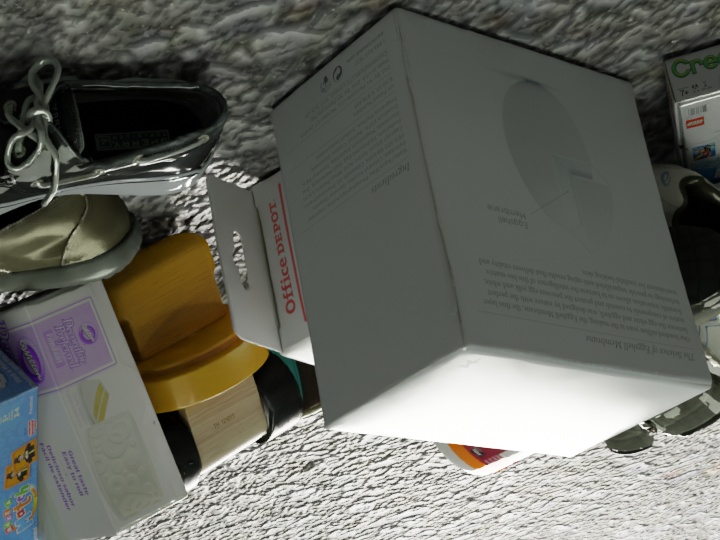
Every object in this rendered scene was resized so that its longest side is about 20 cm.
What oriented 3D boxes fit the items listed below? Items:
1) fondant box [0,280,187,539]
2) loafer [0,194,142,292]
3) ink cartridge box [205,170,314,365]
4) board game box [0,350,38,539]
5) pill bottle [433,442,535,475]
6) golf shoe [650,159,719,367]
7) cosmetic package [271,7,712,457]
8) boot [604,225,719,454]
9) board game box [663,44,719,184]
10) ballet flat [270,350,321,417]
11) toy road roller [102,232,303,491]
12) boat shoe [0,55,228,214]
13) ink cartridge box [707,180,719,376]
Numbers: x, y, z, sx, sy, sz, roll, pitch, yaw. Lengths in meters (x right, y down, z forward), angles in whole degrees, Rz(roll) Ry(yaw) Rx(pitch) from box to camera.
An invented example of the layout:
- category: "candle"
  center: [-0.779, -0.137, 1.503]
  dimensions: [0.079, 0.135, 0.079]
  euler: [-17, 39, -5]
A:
- category: "fondant box"
  center: [-0.202, 0.093, 1.081]
  dimensions: [0.058, 0.146, 0.199]
  euler: [-25, -175, -38]
- category: "loafer"
  center: [-0.228, -0.023, 1.001]
  dimensions: [0.198, 0.075, 0.070]
  euler: [-12, 124, 4]
- category: "ink cartridge box"
  center: [0.000, 0.000, 1.077]
  dimensions: [0.068, 0.116, 0.199]
  euler: [-28, 151, 29]
- category: "board game box"
  center: [-0.255, 0.111, 1.077]
  dimensions: [0.036, 0.151, 0.202]
  euler: [-25, 138, -37]
- category: "pill bottle"
  center: [0.146, 0.071, 1.299]
  dimensions: [0.199, 0.111, 0.109]
  euler: [-30, 149, 34]
- category: "golf shoe"
  center: [0.240, 0.009, 1.092]
  dimensions: [0.200, 0.079, 0.097]
  euler: [39, 166, -13]
- category: "cosmetic package"
  center: [0.072, -0.012, 0.983]
  dimensions: [0.198, 0.202, 0.123]
  euler: [11, 147, -39]
- category: "boot"
  center: [0.194, 0.049, 1.095]
  dimensions: [0.130, 0.068, 0.199]
  euler: [32, 143, -25]
- category: "board game box"
  center: [0.289, -0.113, 1.065]
  dimensions: [0.198, 0.035, 0.126]
  euler: [-15, 156, 7]
- category: "ballet flat"
  center: [-0.046, 0.079, 1.296]
  dimensions: [0.198, 0.070, 0.070]
  euler: [-5, 155, -16]
- category: "toy road roller"
  center: [-0.141, 0.052, 1.132]
  dimensions: [0.122, 0.147, 0.199]
  euler: [-28, -158, -34]
- category: "boat shoe"
  center: [-0.165, -0.069, 0.906]
  dimensions: [0.197, 0.074, 0.068]
  euler: [-1, 158, -23]
- category: "ink cartridge box"
  center: [0.181, 0.025, 1.173]
  dimensions: [0.198, 0.164, 0.057]
  euler: [-12, -164, -5]
